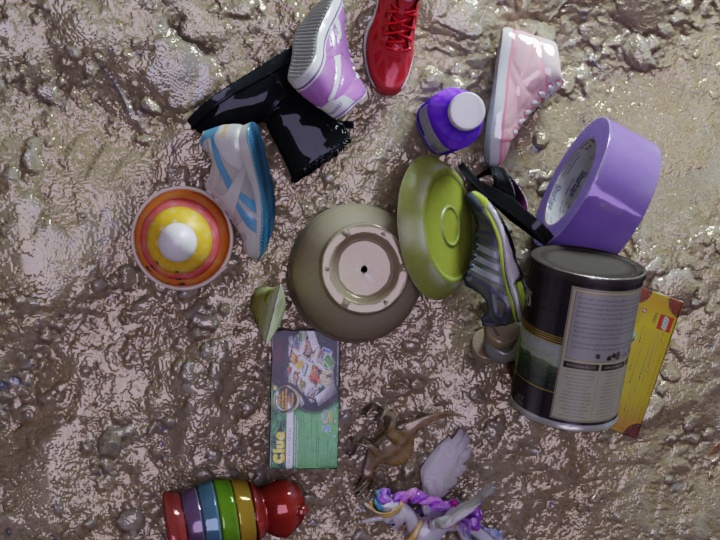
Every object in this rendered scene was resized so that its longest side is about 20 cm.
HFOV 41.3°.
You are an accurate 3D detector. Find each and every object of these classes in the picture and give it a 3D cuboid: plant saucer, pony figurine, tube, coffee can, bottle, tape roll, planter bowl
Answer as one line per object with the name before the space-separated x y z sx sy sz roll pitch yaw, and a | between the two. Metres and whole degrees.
plant saucer | 0.114 -0.061 1.324 0.031 0.199 0.203 -5 95 33
pony figurine | 0.121 0.355 1.373 0.192 0.167 0.201 -37 112 4
tube | -0.123 0.051 1.290 0.051 0.200 0.059 -27 96 -6
coffee can | 0.276 0.084 1.228 0.144 0.147 0.203 4 106 -7
bottle | 0.125 -0.206 1.304 0.065 0.200 0.084 -28 94 -4
tape roll | 0.327 -0.105 1.332 0.084 0.200 0.202 25 90 -6
planter bowl | 0.000 0.000 1.324 0.197 0.135 0.203 0 86 -7

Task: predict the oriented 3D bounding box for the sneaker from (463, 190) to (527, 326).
sneaker | 0.176 -0.015 1.322 0.080 0.074 0.203 -20 73 13

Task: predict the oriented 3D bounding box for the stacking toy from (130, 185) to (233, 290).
stacking toy | -0.244 -0.042 1.271 0.144 0.200 0.149 0 93 -6

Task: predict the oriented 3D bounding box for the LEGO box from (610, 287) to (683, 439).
LEGO box | 0.368 0.121 1.374 0.076 0.149 0.203 19 92 -8

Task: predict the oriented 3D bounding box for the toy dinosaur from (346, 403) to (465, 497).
toy dinosaur | 0.049 0.241 1.402 0.200 0.058 0.101 -41 111 5

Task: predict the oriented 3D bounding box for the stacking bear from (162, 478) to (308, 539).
stacking bear | -0.174 0.349 1.352 0.197 0.121 0.115 -8 101 -15

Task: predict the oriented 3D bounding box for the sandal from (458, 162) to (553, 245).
sandal | 0.210 -0.103 1.337 0.048 0.200 0.075 -47 135 4

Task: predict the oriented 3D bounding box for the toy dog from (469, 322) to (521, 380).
toy dog | 0.258 0.093 1.383 0.198 0.132 0.097 -29 73 5

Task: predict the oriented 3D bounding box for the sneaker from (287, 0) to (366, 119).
sneaker | -0.036 -0.290 1.323 0.114 0.072 0.202 37 46 -30

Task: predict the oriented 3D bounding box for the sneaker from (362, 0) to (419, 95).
sneaker | 0.049 -0.351 1.329 0.077 0.116 0.203 2 93 -6

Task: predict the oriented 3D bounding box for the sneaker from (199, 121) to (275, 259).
sneaker | -0.167 -0.109 1.324 0.080 0.077 0.202 -1 120 11

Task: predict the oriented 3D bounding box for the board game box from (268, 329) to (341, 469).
board game box | -0.081 0.187 1.391 0.103 0.023 0.203 2 92 -9

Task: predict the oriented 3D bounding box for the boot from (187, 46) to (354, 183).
boot | -0.121 -0.200 1.342 0.197 0.073 0.164 -34 96 -7

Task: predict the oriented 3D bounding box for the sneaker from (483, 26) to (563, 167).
sneaker | 0.238 -0.244 1.376 0.103 0.075 0.203 9 88 -2
